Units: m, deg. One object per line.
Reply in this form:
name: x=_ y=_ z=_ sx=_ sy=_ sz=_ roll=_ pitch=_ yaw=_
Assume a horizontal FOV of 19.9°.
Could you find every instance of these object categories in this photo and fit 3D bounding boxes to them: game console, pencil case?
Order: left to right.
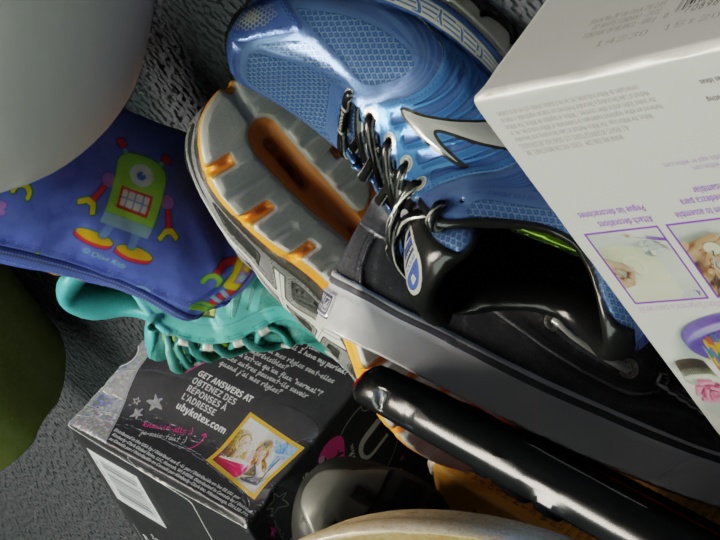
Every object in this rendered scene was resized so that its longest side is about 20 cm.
pencil case: x=-0.132 y=-0.035 z=0.860 sx=0.199 sy=0.087 sz=0.078 roll=17 pitch=162 yaw=-34
game console: x=0.110 y=0.100 z=0.728 sx=0.199 sy=0.031 sz=0.177 roll=26 pitch=180 yaw=41

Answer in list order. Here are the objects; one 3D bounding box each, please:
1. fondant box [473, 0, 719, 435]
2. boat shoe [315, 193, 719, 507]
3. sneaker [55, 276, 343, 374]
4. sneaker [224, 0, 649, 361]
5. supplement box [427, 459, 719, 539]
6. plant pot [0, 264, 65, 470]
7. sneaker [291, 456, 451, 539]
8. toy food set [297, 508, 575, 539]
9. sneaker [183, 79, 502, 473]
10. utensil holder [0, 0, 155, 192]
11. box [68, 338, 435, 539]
fondant box: x=0.147 y=-0.006 z=0.610 sx=0.144 sy=0.058 sz=0.200 roll=-7 pitch=128 yaw=50
boat shoe: x=0.085 y=0.030 z=0.773 sx=0.199 sy=0.068 sz=0.072 roll=25 pitch=-176 yaw=-3
sneaker: x=-0.061 y=0.019 z=0.958 sx=0.199 sy=0.080 sz=0.078 roll=18 pitch=149 yaw=40
sneaker: x=0.029 y=-0.037 z=0.710 sx=0.199 sy=0.089 sz=0.079 roll=30 pitch=154 yaw=21
supplement box: x=0.127 y=0.121 z=0.878 sx=0.199 sy=0.069 sz=0.067 roll=27 pitch=154 yaw=23
plant pot: x=-0.272 y=0.030 z=1.198 sx=0.199 sy=0.201 sz=0.190 roll=19 pitch=163 yaw=39
sneaker: x=0.003 y=0.131 z=0.904 sx=0.079 sy=0.076 sz=0.200 roll=30 pitch=165 yaw=32
toy food set: x=0.041 y=0.159 z=0.792 sx=0.199 sy=0.049 sz=0.198 roll=-18 pitch=129 yaw=37
sneaker: x=0.000 y=0.000 z=0.853 sx=0.200 sy=0.078 sz=0.077 roll=53 pitch=164 yaw=-15
utensil holder: x=-0.146 y=-0.133 z=0.705 sx=0.170 sy=0.170 sz=0.200 roll=37 pitch=158 yaw=6
box: x=-0.040 y=0.118 z=1.060 sx=0.132 sy=0.115 sz=0.201 roll=24 pitch=151 yaw=35
